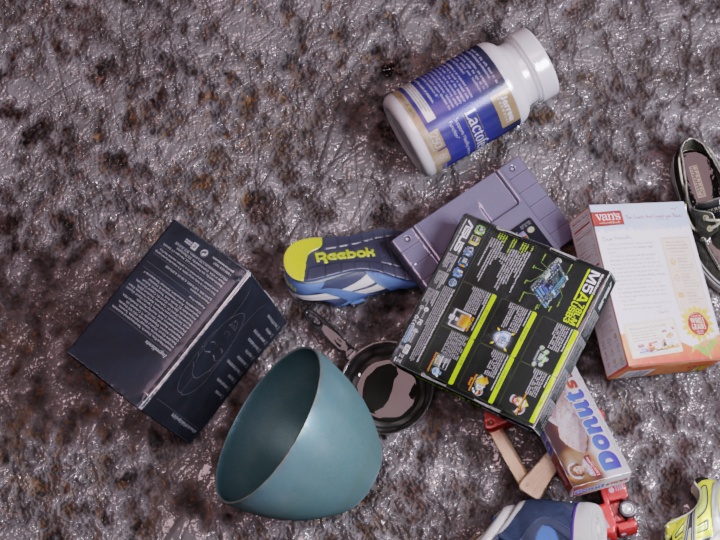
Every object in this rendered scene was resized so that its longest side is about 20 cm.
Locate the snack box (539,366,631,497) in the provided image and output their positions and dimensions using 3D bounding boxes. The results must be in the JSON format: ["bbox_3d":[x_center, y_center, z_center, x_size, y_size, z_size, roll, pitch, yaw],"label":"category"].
[{"bbox_3d":[0.232,0.162,1.505,0.072,0.024,0.200,-12,50,-13],"label":"snack box"}]

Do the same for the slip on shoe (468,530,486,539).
[{"bbox_3d":[0.104,0.380,1.497,0.076,0.061,0.200,39,82,17],"label":"slip on shoe"}]

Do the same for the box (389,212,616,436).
[{"bbox_3d":[0.161,0.058,1.511,0.193,0.048,0.200,24,81,22],"label":"box"}]

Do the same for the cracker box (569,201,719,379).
[{"bbox_3d":[0.334,0.021,1.554,0.134,0.058,0.200,-3,70,-21],"label":"cracker box"}]

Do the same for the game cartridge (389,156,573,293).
[{"bbox_3d":[0.151,-0.035,1.607,0.200,0.038,0.130,-34,77,-15],"label":"game cartridge"}]

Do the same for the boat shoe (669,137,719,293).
[{"bbox_3d":[0.421,-0.064,1.590,0.071,0.064,0.200,-19,71,2],"label":"boat shoe"}]

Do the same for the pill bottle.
[{"bbox_3d":[0.139,-0.213,1.650,0.200,0.116,0.116,-31,71,-2],"label":"pill bottle"}]

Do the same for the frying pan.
[{"bbox_3d":[-0.002,0.130,1.607,0.190,0.031,0.115,19,76,17],"label":"frying pan"}]

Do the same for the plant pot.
[{"bbox_3d":[-0.055,0.207,1.524,0.135,0.200,0.200,34,78,-21],"label":"plant pot"}]

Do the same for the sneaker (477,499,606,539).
[{"bbox_3d":[0.182,0.340,1.434,0.146,0.081,0.200,-9,48,29],"label":"sneaker"}]

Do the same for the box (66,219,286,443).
[{"bbox_3d":[-0.210,0.077,1.564,0.124,0.200,0.197,33,79,18],"label":"box"}]

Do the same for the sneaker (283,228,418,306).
[{"bbox_3d":[0.000,0.000,1.631,0.200,0.082,0.074,-1,57,-12],"label":"sneaker"}]

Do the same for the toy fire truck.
[{"bbox_3d":[0.229,0.224,1.535,0.141,0.049,0.200,-15,72,4],"label":"toy fire truck"}]

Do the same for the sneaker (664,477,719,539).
[{"bbox_3d":[0.365,0.322,1.479,0.076,0.075,0.200,28,68,23],"label":"sneaker"}]
